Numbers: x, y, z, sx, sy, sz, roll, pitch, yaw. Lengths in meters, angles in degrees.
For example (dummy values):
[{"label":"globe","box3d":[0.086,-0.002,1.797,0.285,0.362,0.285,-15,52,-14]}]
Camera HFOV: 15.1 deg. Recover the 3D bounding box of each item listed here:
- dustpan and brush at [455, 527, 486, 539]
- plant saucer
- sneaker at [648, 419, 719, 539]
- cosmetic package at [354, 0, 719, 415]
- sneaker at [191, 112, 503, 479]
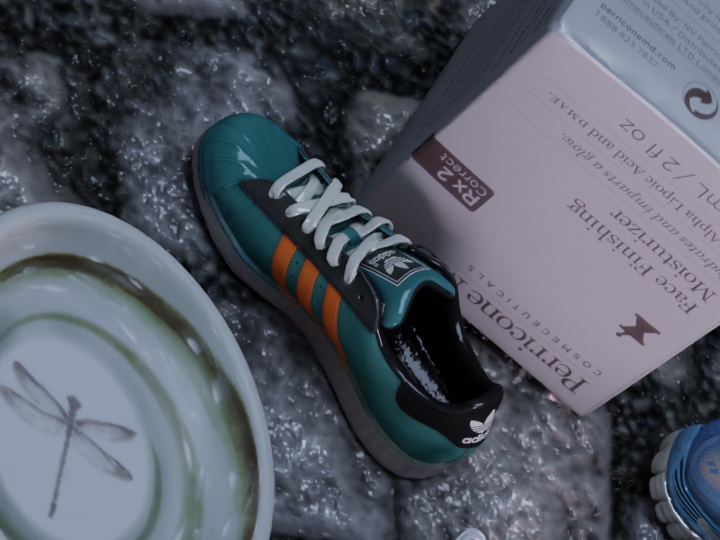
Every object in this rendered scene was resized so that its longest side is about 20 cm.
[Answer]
[{"label":"dustpan and brush","box3d":[0.002,0.197,1.200,0.139,0.057,0.200,38,53,-9]},{"label":"plant saucer","box3d":[-0.122,0.071,1.178,0.200,0.050,0.201,29,48,-39]},{"label":"sneaker","box3d":[0.238,0.143,1.350,0.200,0.090,0.078,38,53,-10]},{"label":"cosmetic package","box3d":[0.132,-0.068,1.325,0.165,0.200,0.165,40,51,-7]},{"label":"sneaker","box3d":[0.000,0.000,1.286,0.071,0.080,0.200,-33,85,-38]}]
